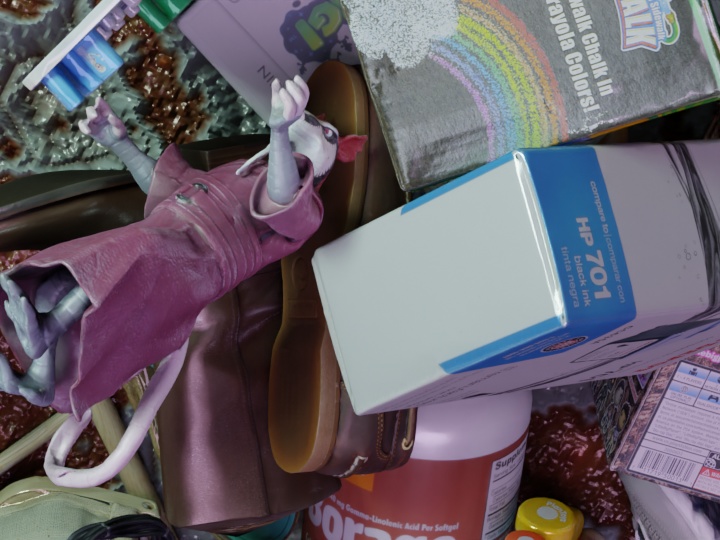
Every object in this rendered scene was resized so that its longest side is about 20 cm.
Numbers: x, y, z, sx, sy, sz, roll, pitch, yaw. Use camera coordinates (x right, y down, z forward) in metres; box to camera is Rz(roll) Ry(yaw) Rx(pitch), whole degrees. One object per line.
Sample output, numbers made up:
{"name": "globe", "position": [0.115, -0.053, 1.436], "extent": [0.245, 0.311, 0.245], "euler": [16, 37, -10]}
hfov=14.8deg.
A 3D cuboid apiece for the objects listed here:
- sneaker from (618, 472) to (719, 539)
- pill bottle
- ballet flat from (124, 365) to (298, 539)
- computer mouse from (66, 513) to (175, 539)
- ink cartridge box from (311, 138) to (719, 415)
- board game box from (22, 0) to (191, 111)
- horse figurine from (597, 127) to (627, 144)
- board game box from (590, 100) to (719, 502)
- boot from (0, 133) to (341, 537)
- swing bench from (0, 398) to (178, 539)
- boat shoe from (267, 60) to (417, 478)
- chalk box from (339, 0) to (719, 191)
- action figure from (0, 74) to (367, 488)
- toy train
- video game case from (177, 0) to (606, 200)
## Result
{"name": "sneaker", "position": [0.173, 0.180, 1.515], "extent": [0.082, 0.075, 0.200], "euler": [-21, 118, 6]}
{"name": "pill bottle", "position": [0.029, 0.098, 1.442], "extent": [0.112, 0.112, 0.200], "euler": [3, 118, -5]}
{"name": "ballet flat", "position": [-0.098, 0.054, 1.424], "extent": [0.068, 0.072, 0.200], "euler": [-37, 107, -17]}
{"name": "computer mouse", "position": [-0.083, 0.155, 1.356], "extent": [0.200, 0.034, 0.059], "euler": [26, 78, -50]}
{"name": "ink cartridge box", "position": [0.103, 0.000, 1.273], "extent": [0.200, 0.086, 0.146], "euler": [-4, 165, -42]}
{"name": "board game box", "position": [-0.052, -0.162, 1.244], "extent": [0.200, 0.200, 0.026], "euler": [-43, 96, 18]}
{"name": "horse figurine", "position": [0.082, -0.086, 1.379], "extent": [0.133, 0.050, 0.200], "euler": [-20, 112, 10]}
{"name": "board game box", "position": [0.231, 0.020, 1.419], "extent": [0.159, 0.097, 0.200], "euler": [17, 116, -12]}
{"name": "boot", "position": [-0.103, 0.046, 1.342], "extent": [0.186, 0.064, 0.200], "euler": [-12, 102, -24]}
{"name": "swing bench", "position": [-0.131, 0.189, 1.434], "extent": [0.130, 0.199, 0.200], "euler": [-35, 114, 15]}
{"name": "boat shoe", "position": [0.000, 0.000, 1.337], "extent": [0.070, 0.070, 0.200], "euler": [2, 99, -30]}
{"name": "chalk box", "position": [0.103, -0.130, 1.230], "extent": [0.200, 0.124, 0.124], "euler": [-16, 100, 17]}
{"name": "action figure", "position": [-0.069, -0.007, 1.243], "extent": [0.200, 0.134, 0.149], "euler": [-31, 111, -26]}
{"name": "toy train", "position": [0.099, 0.196, 1.464], "extent": [0.056, 0.200, 0.150], "euler": [15, 82, 10]}
{"name": "video game case", "position": [0.039, -0.117, 1.332], "extent": [0.200, 0.024, 0.182], "euler": [-41, 93, 24]}
